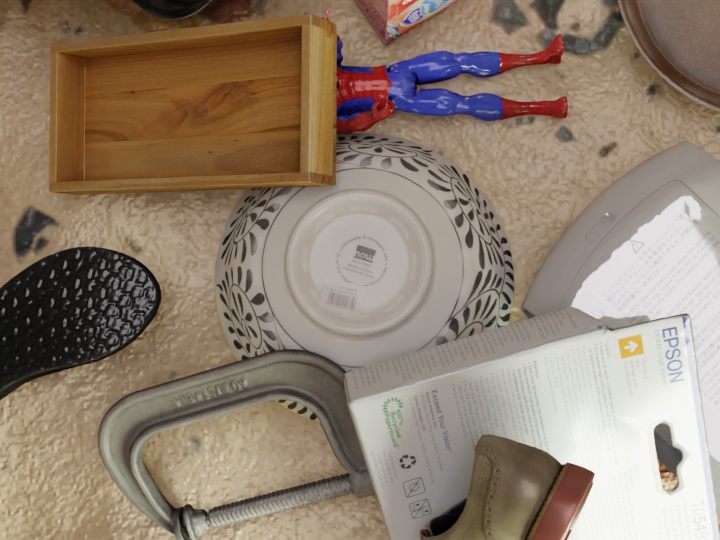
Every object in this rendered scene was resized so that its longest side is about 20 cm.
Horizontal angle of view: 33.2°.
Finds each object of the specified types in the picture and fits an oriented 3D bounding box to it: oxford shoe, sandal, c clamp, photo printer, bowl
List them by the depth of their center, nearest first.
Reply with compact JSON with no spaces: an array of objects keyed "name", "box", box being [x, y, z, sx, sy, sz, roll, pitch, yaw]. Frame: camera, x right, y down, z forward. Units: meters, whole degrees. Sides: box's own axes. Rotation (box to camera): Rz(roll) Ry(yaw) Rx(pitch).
[{"name":"oxford shoe","box":[0.066,0.176,0.706,0.075,0.070,0.200,29,118,12]},{"name":"c clamp","box":[-0.059,0.129,0.761,0.200,0.027,0.171,-11,119,10]},{"name":"bowl","box":[0.000,0.000,0.761,0.201,0.094,0.201,0,82,3]},{"name":"photo printer","box":[0.215,0.030,0.768,0.200,0.069,0.166,44,89,5]},{"name":"sandal","box":[-0.219,0.042,0.797,0.200,0.048,0.075,-26,86,12]}]

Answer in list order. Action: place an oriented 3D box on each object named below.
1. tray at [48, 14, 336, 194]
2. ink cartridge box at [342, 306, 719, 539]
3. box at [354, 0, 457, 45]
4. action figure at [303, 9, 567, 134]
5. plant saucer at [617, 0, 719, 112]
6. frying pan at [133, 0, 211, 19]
[{"name":"tray","box":[-0.109,-0.100,0.762,0.200,0.037,0.099,0,89,27]},{"name":"ink cartridge box","box":[0.109,0.122,0.731,0.200,0.041,0.200,-14,118,1]},{"name":"box","box":[0.004,-0.264,0.785,0.103,0.095,0.200,-32,85,-4]},{"name":"action figure","box":[0.033,-0.126,0.776,0.200,0.099,0.065,-4,84,4]},{"name":"plant saucer","box":[0.267,-0.196,0.804,0.200,0.034,0.200,0,86,1]},{"name":"frying pan","box":[-0.105,-0.253,0.779,0.115,0.031,0.190,43,121,20]}]
